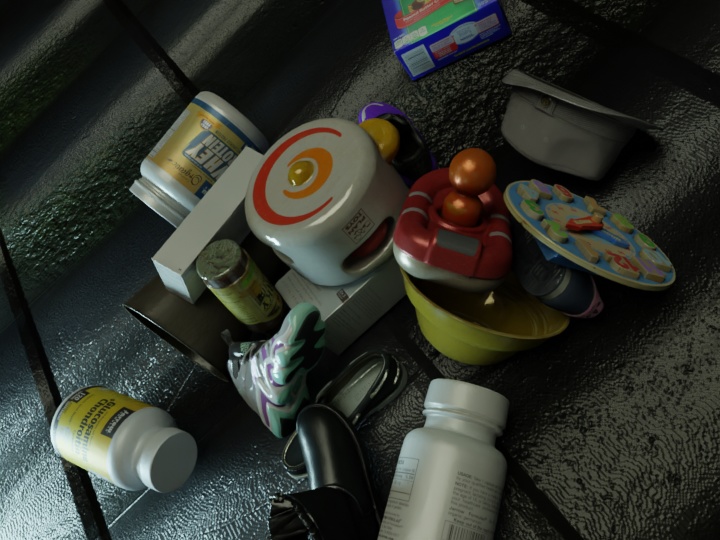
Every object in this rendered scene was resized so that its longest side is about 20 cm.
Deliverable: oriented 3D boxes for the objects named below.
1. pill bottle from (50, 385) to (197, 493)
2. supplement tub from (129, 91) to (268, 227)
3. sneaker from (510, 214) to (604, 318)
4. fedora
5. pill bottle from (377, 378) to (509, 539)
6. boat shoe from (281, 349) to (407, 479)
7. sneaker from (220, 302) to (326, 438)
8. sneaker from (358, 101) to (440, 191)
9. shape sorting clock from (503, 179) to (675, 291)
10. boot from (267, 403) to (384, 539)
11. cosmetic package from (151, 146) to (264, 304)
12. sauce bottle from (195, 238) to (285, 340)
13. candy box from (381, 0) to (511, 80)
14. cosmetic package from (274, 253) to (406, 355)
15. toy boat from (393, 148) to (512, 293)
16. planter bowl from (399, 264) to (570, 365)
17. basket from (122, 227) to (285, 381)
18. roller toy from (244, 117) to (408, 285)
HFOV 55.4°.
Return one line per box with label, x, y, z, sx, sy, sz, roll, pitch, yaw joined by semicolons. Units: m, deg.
pill bottle;-0.323;0.234;0.945;0.199;0.112;0.112;10;70;33
supplement tub;-0.259;-0.169;1.104;0.144;0.145;0.200;34;84;37
sneaker;0.218;-0.008;0.796;0.070;0.082;0.200;-50;19;23
fedora;0.251;-0.170;0.834;0.200;0.177;0.091;31;112;23
pill bottle;0.092;0.223;0.718;0.114;0.114;0.201;5;68;31
boat shoe;-0.031;0.173;0.847;0.200;0.060;0.076;-48;52;-1
sneaker;-0.123;0.102;0.861;0.140;0.078;0.201;32;123;27
sneaker;0.048;-0.196;0.974;0.069;0.100;0.200;-37;53;4
shape sorting clock;0.247;-0.044;0.738;0.200;0.199;0.039;55;132;37
boot;-0.045;0.240;0.725;0.073;0.162;0.199;-30;74;20
cosmetic package;-0.184;-0.061;0.895;0.050;0.083;0.200;29;64;11
sauce bottle;-0.139;0.038;0.890;0.064;0.200;0.065;-10;56;15
candy box;0.124;-0.421;1.069;0.168;0.077;0.201;-22;55;18
cosmetic package;0.000;0.000;0.910;0.200;0.081;0.113;-44;50;3
toy boat;0.114;-0.073;0.761;0.130;0.131;0.200;16;28;2
planter bowl;0.128;0.049;0.783;0.200;0.200;0.084;40;125;37
basket;-0.199;0.024;0.971;0.200;0.180;0.136;-55;20;-19
roller toy;-0.041;-0.087;0.843;0.199;0.140;0.183;-9;58;27
